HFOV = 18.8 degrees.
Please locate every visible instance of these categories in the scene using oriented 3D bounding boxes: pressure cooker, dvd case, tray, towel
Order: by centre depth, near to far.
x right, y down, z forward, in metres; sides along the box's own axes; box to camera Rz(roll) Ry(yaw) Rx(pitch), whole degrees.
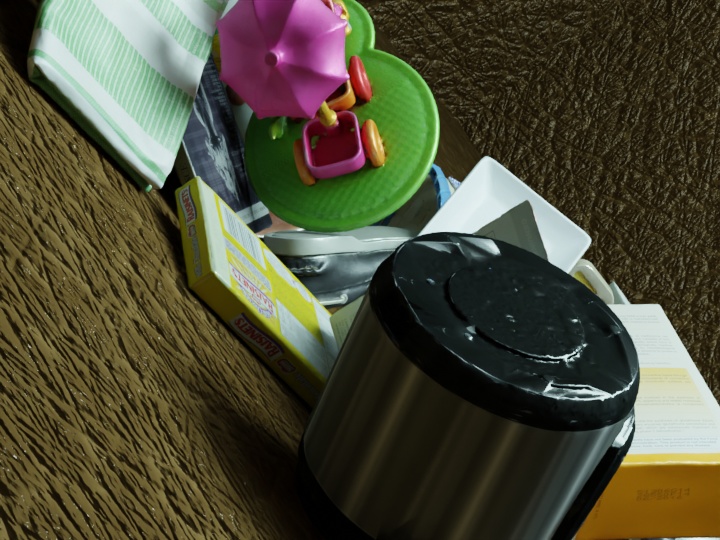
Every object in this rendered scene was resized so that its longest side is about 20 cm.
[{"bbox_3d":[0.056,0.100,1.297,0.175,0.201,0.179,-3,39,-41],"label":"pressure cooker"},{"bbox_3d":[-0.147,-0.175,1.449,0.153,0.023,0.201,45,53,-42],"label":"towel"},{"bbox_3d":[-0.120,-0.116,1.561,0.149,0.016,0.201,-36,107,-76],"label":"dvd case"},{"bbox_3d":[0.082,0.010,1.624,0.107,0.200,0.022,39,-34,2],"label":"tray"}]

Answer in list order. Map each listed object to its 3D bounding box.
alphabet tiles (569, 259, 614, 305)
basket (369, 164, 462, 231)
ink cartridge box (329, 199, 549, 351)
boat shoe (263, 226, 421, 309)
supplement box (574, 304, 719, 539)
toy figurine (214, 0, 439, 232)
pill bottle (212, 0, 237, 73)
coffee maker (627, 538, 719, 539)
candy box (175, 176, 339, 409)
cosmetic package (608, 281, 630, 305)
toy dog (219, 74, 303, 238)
[{"bbox_3d":[0.124,0.083,1.710,0.196,0.199,0.015,51,10,-18],"label":"alphabet tiles"},{"bbox_3d":[0.029,-0.029,1.888,0.199,0.140,0.177,21,20,-20],"label":"basket"},{"bbox_3d":[0.077,0.067,1.433,0.057,0.199,0.164,2,65,-49],"label":"ink cartridge box"},{"bbox_3d":[0.000,0.000,1.627,0.199,0.073,0.061,-5,100,-55],"label":"boat shoe"},{"bbox_3d":[0.189,0.109,1.598,0.200,0.125,0.074,-111,-154,-54],"label":"supplement box"},{"bbox_3d":[-0.039,-0.155,1.530,0.184,0.149,0.201,59,19,-62],"label":"toy figurine"},{"bbox_3d":[-0.087,-0.213,2.046,0.200,0.112,0.113,48,10,-38],"label":"pill bottle"},{"bbox_3d":[0.203,0.250,1.677,0.199,0.193,0.135,33,-7,-2],"label":"coffee maker"},{"bbox_3d":[-0.056,0.031,1.482,0.200,0.026,0.103,48,21,-38],"label":"candy box"},{"bbox_3d":[0.161,0.115,1.784,0.104,0.200,0.087,51,7,-13],"label":"cosmetic package"},{"bbox_3d":[-0.056,-0.090,1.685,0.199,0.132,0.096,34,6,0],"label":"toy dog"}]
